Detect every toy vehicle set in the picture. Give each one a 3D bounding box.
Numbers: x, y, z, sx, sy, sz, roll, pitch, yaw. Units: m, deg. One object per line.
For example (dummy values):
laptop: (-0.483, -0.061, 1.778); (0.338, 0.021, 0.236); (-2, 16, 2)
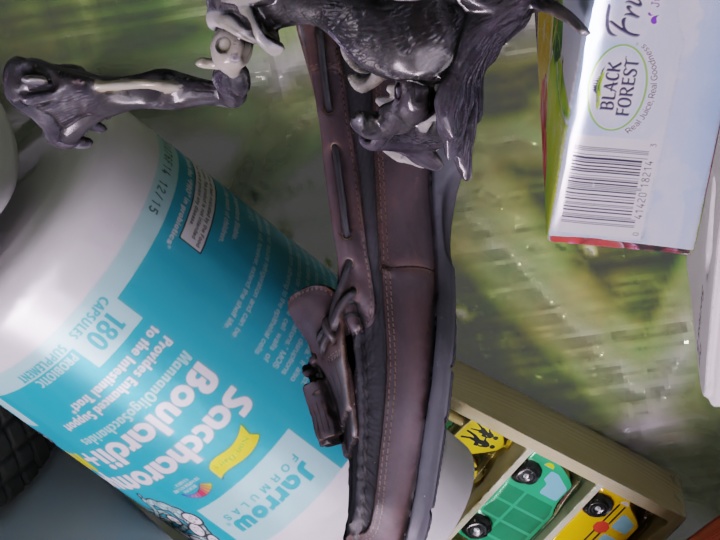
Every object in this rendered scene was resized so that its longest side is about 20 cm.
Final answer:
toy vehicle set: (0.024, 0.129, 1.127); (0.124, 0.027, 0.200); (27, 123, -21)

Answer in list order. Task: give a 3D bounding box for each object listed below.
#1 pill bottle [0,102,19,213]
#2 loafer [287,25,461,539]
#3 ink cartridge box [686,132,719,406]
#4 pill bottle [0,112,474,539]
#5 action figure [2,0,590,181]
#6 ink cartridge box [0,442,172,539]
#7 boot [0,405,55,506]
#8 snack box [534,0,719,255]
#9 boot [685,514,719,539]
pill bottle: (-0.219, -0.002, 0.964); (0.111, 0.111, 0.200); (33, 122, -24)
loafer: (0.000, 0.000, 0.936); (0.063, 0.200, 0.072); (7, 167, -7)
ink cartridge box: (0.220, -0.030, 0.965); (0.200, 0.084, 0.146); (-1, 131, -1)
pill bottle: (-0.053, 0.036, 0.992); (0.200, 0.111, 0.111); (38, 119, -23)
action figure: (-0.010, -0.087, 0.864); (0.200, 0.102, 0.119); (-1, 97, 25)
ink cartridge box: (-0.126, 0.189, 1.051); (0.146, 0.147, 0.200); (-30, 121, -17)
boot: (-0.208, 0.081, 1.017); (0.131, 0.200, 0.068); (-6, 117, 39)
snack box: (0.091, -0.127, 0.852); (0.053, 0.142, 0.200); (5, 129, -3)
boot: (0.160, 0.118, 1.049); (0.200, 0.107, 0.075); (-36, 79, 3)
